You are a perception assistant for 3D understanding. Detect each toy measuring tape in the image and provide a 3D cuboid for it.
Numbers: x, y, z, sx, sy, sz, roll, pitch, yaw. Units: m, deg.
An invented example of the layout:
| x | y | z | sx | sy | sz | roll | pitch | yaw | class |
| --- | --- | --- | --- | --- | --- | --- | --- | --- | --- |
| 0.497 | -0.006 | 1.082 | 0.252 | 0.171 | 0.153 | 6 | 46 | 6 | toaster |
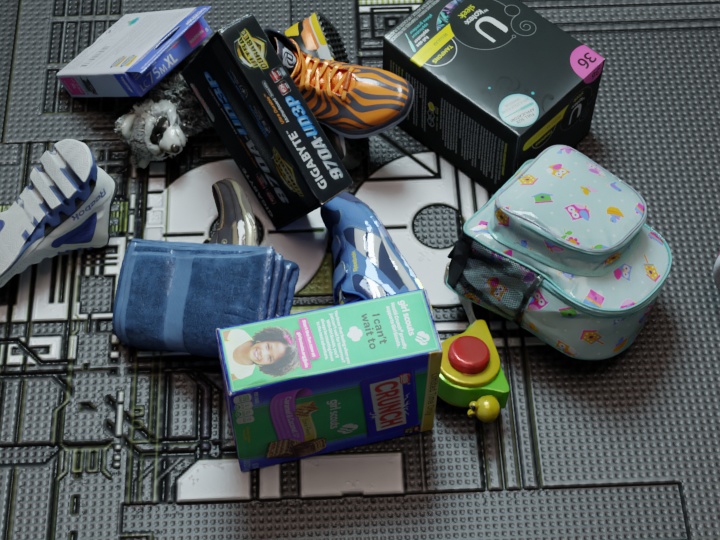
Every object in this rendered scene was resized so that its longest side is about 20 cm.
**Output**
| x | y | z | sx | sy | sz | roll | pitch | yaw | class |
| --- | --- | --- | --- | --- | --- | --- | --- | --- | --- |
| 0.093 | 0.072 | 1.440 | 0.073 | 0.074 | 0.201 | -12 | 49 | -8 | toy measuring tape |

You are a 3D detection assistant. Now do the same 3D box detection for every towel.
| x | y | z | sx | sy | sz | roll | pitch | yaw | class |
| --- | --- | --- | --- | --- | --- | --- | --- | --- | --- |
| -0.160 | 0.028 | 1.424 | 0.198 | 0.048 | 0.113 | 4 | 78 | 31 | towel |

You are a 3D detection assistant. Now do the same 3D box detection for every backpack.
| x | y | z | sx | sy | sz | roll | pitch | yaw | class |
| --- | --- | --- | --- | --- | --- | --- | --- | --- | --- |
| 0.212 | -0.015 | 1.441 | 0.199 | 0.154 | 0.176 | 38 | 46 | 12 | backpack |

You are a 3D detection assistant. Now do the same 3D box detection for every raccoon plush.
| x | y | z | sx | sy | sz | roll | pitch | yaw | class |
| --- | --- | --- | --- | --- | --- | --- | --- | --- | --- |
| -0.220 | -0.193 | 1.626 | 0.133 | 0.097 | 0.200 | -29 | 29 | -2 | raccoon plush |

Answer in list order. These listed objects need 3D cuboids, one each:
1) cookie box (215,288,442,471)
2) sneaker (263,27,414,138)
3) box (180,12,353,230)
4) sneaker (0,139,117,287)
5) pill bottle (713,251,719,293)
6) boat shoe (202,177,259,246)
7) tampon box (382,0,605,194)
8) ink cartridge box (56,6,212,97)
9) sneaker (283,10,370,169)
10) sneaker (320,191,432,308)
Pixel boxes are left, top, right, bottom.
| x | y | z | sx | sy | sz | roll | pitch | yaw | class |
| --- | --- | --- | --- | --- | --- | --- | --- | --- | --- |
| -0.028 | 0.105 | 1.353 | 0.198 | 0.172 | 0.076 | -12 | 59 | -7 | cookie box |
| -0.047 | -0.199 | 1.515 | 0.198 | 0.112 | 0.078 | 7 | 74 | 28 | sneaker |
| -0.099 | -0.150 | 1.481 | 0.046 | 0.159 | 0.201 | -33 | 95 | -22 | box |
| -0.325 | -0.039 | 1.506 | 0.199 | 0.115 | 0.081 | -42 | 59 | 9 | sneaker |
| 0.452 | -0.052 | 1.491 | 0.112 | 0.114 | 0.201 | 24 | 59 | 15 | pill bottle |
| -0.138 | -0.011 | 1.488 | 0.072 | 0.075 | 0.202 | -11 | 56 | -7 | boat shoe |
| 0.142 | -0.205 | 1.583 | 0.199 | 0.127 | 0.150 | 38 | 65 | 22 | tampon box |
| -0.246 | -0.242 | 1.597 | 0.119 | 0.042 | 0.199 | -47 | 28 | -24 | ink cartridge box |
| -0.052 | -0.192 | 1.623 | 0.089 | 0.070 | 0.202 | -23 | 64 | 20 | sneaker |
| 0.000 | 0.000 | 1.482 | 0.082 | 0.074 | 0.201 | -26 | 58 | -12 | sneaker |
